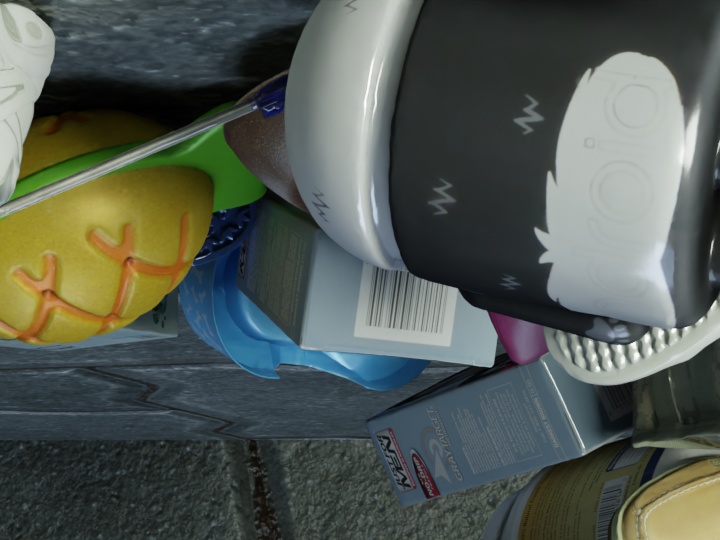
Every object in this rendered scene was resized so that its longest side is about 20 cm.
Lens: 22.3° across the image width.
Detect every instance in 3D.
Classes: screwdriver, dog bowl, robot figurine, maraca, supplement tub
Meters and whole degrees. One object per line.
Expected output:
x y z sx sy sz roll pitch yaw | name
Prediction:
-0.055 -0.058 0.729 0.199 0.028 0.029 -26 140 6 | screwdriver
-0.028 0.011 1.120 0.199 0.112 0.049 10 180 -43 | dog bowl
0.071 -0.050 0.643 0.199 0.152 0.125 11 -176 21 | robot figurine
-0.122 -0.030 0.901 0.199 0.108 0.137 -24 166 -4 | maraca
0.170 0.166 1.049 0.143 0.146 0.200 6 162 -30 | supplement tub

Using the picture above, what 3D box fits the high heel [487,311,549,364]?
0.137 -0.030 0.783 0.199 0.097 0.067 -13 -158 -18 | high heel

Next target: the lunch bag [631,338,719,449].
0.216 0.004 0.874 0.117 0.165 0.200 3 171 -22 | lunch bag

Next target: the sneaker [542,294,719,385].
0.160 -0.026 0.720 0.200 0.074 0.082 -44 153 13 | sneaker

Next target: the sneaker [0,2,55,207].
-0.165 -0.066 0.680 0.077 0.100 0.200 -2 170 13 | sneaker

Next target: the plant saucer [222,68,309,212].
0.038 -0.058 0.831 0.199 0.037 0.200 -8 166 -2 | plant saucer

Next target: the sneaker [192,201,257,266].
-0.159 -0.035 0.997 0.198 0.071 0.078 -3 -167 -10 | sneaker

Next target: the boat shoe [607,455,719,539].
0.219 0.119 0.923 0.199 0.072 0.076 -8 166 -29 | boat shoe

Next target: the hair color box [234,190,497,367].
0.000 0.000 0.957 0.098 0.061 0.200 7 -173 -14 | hair color box

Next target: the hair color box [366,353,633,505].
0.098 0.080 1.079 0.099 0.061 0.200 -24 177 -32 | hair color box

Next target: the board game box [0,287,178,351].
-0.247 0.013 1.262 0.147 0.065 0.199 -9 168 40 | board game box
